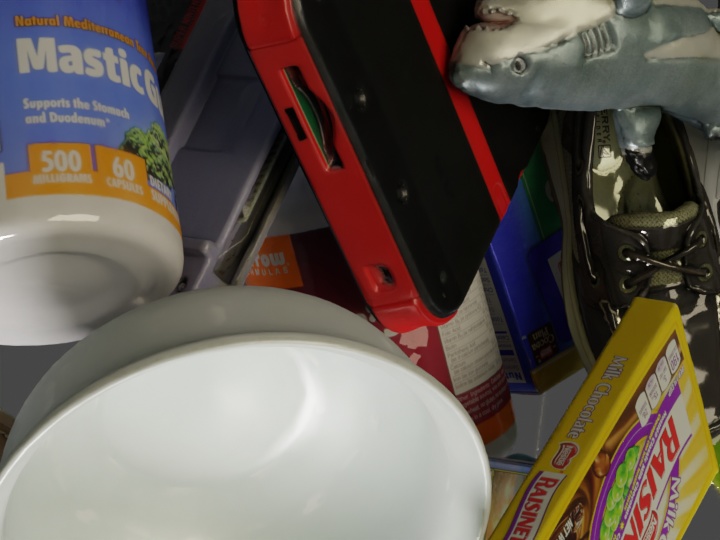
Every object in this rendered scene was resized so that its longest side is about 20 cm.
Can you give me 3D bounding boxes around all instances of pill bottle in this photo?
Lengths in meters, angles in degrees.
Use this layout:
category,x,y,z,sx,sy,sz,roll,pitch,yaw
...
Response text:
category,x,y,z,sx,sy,sz,roll,pitch,yaw
pill bottle,0.000,0.000,1.028,0.109,0.109,0.201,-22,102,-34
pill bottle,-0.138,-0.080,0.898,0.112,0.112,0.201,8,59,-35

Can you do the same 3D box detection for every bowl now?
category,x,y,z,sx,sy,sz,roll,pitch,yaw
bowl,-0.055,0.075,0.861,0.200,0.091,0.202,-7,130,-9

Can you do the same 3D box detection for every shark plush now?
category,x,y,z,sx,sy,sz,roll,pitch,yaw
shark plush,0.126,-0.081,0.993,0.200,0.091,0.084,29,72,-39

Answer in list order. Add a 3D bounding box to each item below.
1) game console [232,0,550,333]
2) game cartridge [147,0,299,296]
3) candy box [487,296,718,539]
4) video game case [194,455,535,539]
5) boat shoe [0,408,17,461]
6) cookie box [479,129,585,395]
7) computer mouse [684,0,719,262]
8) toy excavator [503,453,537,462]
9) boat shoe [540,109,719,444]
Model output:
category,x,y,z,sx,sy,sz,roll,pitch,yaw
game console,0.019,-0.093,0.941,0.200,0.031,0.177,65,35,-34
game cartridge,-0.075,-0.066,0.963,0.038,0.129,0.201,44,64,-47
candy box,0.096,0.113,0.918,0.200,0.026,0.103,-54,139,-39
video game case,0.007,0.174,0.955,0.180,0.045,0.201,10,84,-11
boat shoe,-0.135,0.109,0.955,0.200,0.066,0.074,37,68,-31
cookie box,0.096,-0.061,1.119,0.171,0.075,0.201,-29,107,-33
computer mouse,0.165,-0.083,1.074,0.044,0.110,0.201,-10,103,-18
toy excavator,0.108,0.111,1.064,0.194,0.100,0.201,-22,131,-46
boat shoe,0.131,-0.015,1.024,0.071,0.066,0.202,-10,76,-12
